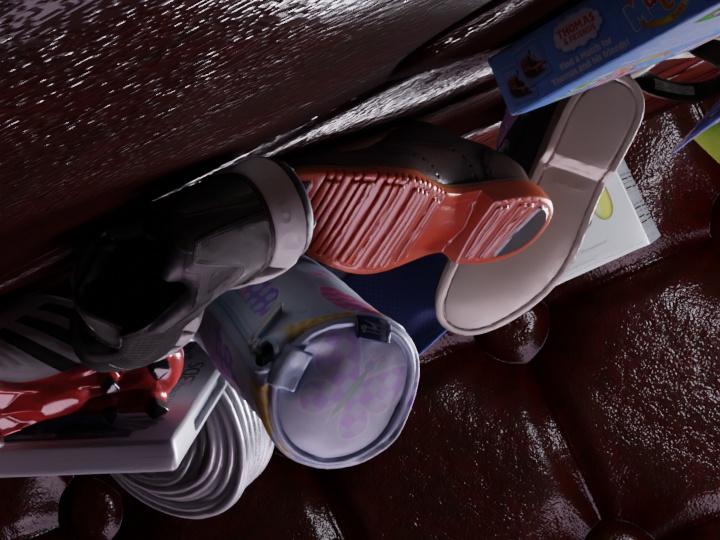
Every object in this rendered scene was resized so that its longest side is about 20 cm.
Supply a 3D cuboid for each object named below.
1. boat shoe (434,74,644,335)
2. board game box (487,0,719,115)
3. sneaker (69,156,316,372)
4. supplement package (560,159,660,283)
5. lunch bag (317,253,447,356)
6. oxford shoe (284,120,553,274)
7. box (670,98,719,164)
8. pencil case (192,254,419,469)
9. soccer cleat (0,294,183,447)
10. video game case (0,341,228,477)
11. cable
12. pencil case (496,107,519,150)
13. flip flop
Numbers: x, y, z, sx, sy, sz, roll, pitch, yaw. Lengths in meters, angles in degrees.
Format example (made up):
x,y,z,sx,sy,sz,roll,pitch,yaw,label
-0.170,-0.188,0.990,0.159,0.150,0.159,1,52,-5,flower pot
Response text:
x,y,z,sx,sy,sz,roll,pitch,yaw,label
0.108,-0.048,0.955,0.200,0.073,0.063,-59,-158,20,boat shoe
0.177,-0.139,0.701,0.151,0.037,0.200,-24,178,-39,board game box
-0.109,0.007,0.723,0.090,0.067,0.200,-20,172,-40,sneaker
0.381,-0.104,2.584,0.191,0.200,0.147,-26,178,19,supplement package
0.000,0.000,1.074,0.136,0.132,0.200,-40,-178,-15,lunch bag
0.018,-0.046,0.846,0.200,0.073,0.071,4,134,-44,oxford shoe
0.311,-0.149,1.037,0.200,0.048,0.122,-46,180,-23,box
-0.046,0.032,0.804,0.091,0.083,0.200,10,-167,-26,pencil case
-0.197,0.051,0.831,0.200,0.085,0.069,-7,130,-24,soccer cleat
-0.189,0.082,0.918,0.200,0.023,0.182,-4,-166,8,video game case
-0.167,0.123,1.332,0.200,0.200,0.069,-28,-178,39,cable
0.151,-0.094,1.131,0.087,0.088,0.200,-25,180,12,pencil case
0.224,-0.142,1.027,0.081,0.058,0.200,-26,178,43,flip flop
